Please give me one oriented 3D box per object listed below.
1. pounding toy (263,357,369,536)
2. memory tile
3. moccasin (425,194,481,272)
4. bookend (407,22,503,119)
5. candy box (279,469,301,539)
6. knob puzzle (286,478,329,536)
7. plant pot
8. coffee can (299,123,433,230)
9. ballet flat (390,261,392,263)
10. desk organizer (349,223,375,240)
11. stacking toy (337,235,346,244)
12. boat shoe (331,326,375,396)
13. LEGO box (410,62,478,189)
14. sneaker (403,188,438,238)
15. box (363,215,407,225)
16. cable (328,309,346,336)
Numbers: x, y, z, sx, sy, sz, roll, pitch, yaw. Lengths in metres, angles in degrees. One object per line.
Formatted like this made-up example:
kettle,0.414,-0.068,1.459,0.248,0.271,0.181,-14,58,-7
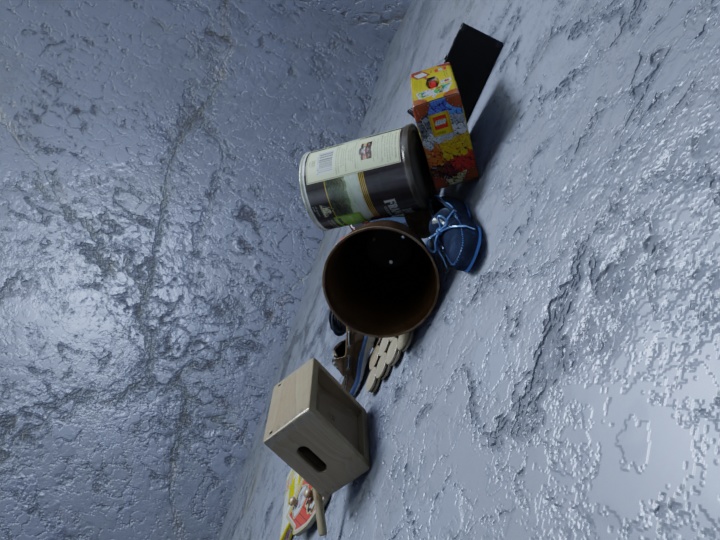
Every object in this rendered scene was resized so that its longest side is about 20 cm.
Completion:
pounding toy,-0.074,0.303,0.977,0.142,0.200,0.184,-37,19,13
memory tile,0.060,0.125,1.048,0.154,0.017,0.200,-79,13,-44
moccasin,0.134,-0.059,0.868,0.200,0.068,0.081,-93,25,-66
bookend,0.191,-0.400,1.186,0.199,0.092,0.201,-95,28,-69
candy box,-0.157,0.536,1.349,0.200,0.026,0.103,-94,26,-67
knob puzzle,-0.105,0.451,1.176,0.220,0.030,0.220,-57,14,23
plant pot,0.042,-0.013,0.973,0.200,0.186,0.188,-72,6,-68
coffee can,0.013,-0.160,0.985,0.146,0.199,0.147,-10,-90,-69
ballet flat,0.039,0.004,1.274,0.072,0.071,0.201,-98,30,-70
desk organizer,0.063,-0.144,1.236,0.200,0.077,0.072,-38,53,-3
stacking toy,0.000,0.000,1.210,0.086,0.085,0.200,-63,38,32
boat shoe,-0.022,0.178,1.170,0.072,0.072,0.201,-86,11,-64
LEGO box,0.143,-0.256,0.975,0.200,0.077,0.150,-84,-23,-57
sneaker,0.114,-0.167,1.091,0.112,0.071,0.201,-53,-45,-77
box,0.082,-0.185,1.180,0.038,0.136,0.201,56,-142,-54
cable,-0.022,0.083,1.382,0.164,0.051,0.200,-58,-13,-2
